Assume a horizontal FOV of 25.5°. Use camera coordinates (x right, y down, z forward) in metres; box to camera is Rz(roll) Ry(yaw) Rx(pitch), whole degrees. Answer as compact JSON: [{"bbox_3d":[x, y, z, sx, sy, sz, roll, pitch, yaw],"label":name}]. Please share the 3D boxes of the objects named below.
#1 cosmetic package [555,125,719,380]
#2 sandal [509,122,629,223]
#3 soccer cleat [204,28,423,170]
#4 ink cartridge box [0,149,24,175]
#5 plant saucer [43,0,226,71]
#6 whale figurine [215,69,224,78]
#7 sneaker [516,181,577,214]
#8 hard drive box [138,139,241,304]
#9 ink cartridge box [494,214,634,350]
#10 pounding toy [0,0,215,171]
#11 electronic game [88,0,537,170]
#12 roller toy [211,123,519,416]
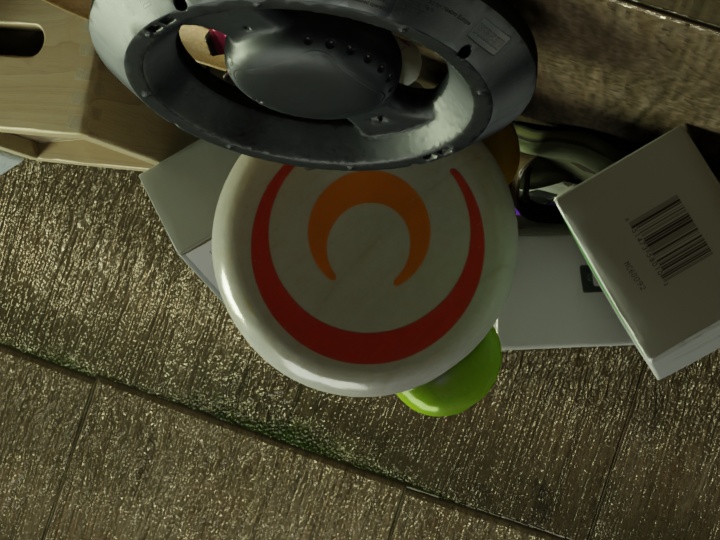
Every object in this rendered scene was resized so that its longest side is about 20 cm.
[{"bbox_3d":[0.182,-0.004,0.934,0.108,0.085,0.200,61,-174,13],"label":"cosmetic package"},{"bbox_3d":[0.126,-0.062,1.076,0.079,0.058,0.201,19,180,-17],"label":"sandal"},{"bbox_3d":[-0.019,-0.116,0.820,0.086,0.070,0.200,-18,157,12],"label":"soccer cleat"},{"bbox_3d":[-0.358,-0.176,1.207,0.200,0.041,0.200,22,-139,-64],"label":"ink cartridge box"},{"bbox_3d":[-0.107,-0.154,0.939,0.199,0.036,0.200,18,180,0],"label":"plant saucer"},{"bbox_3d":[-0.122,-0.110,1.329,0.159,0.104,0.200,47,172,-21],"label":"whale figurine"},{"bbox_3d":[0.195,-0.014,1.308,0.069,0.100,0.200,16,-178,-40],"label":"sneaker"},{"bbox_3d":[-0.057,-0.044,1.222,0.077,0.155,0.200,60,-179,23],"label":"hard drive box"},{"bbox_3d":[0.176,0.004,1.140,0.199,0.085,0.146,-2,-173,-6],"label":"ink cartridge box"},{"bbox_3d":[-0.237,-0.162,1.164,0.199,0.143,0.184,7,176,24],"label":"pounding toy"},{"bbox_3d":[-0.021,-0.096,0.707,0.199,0.042,0.200,7,161,2],"label":"electronic game"},{"bbox_3d":[0.003,-0.019,0.990,0.181,0.201,0.140,7,179,0],"label":"roller toy"}]
